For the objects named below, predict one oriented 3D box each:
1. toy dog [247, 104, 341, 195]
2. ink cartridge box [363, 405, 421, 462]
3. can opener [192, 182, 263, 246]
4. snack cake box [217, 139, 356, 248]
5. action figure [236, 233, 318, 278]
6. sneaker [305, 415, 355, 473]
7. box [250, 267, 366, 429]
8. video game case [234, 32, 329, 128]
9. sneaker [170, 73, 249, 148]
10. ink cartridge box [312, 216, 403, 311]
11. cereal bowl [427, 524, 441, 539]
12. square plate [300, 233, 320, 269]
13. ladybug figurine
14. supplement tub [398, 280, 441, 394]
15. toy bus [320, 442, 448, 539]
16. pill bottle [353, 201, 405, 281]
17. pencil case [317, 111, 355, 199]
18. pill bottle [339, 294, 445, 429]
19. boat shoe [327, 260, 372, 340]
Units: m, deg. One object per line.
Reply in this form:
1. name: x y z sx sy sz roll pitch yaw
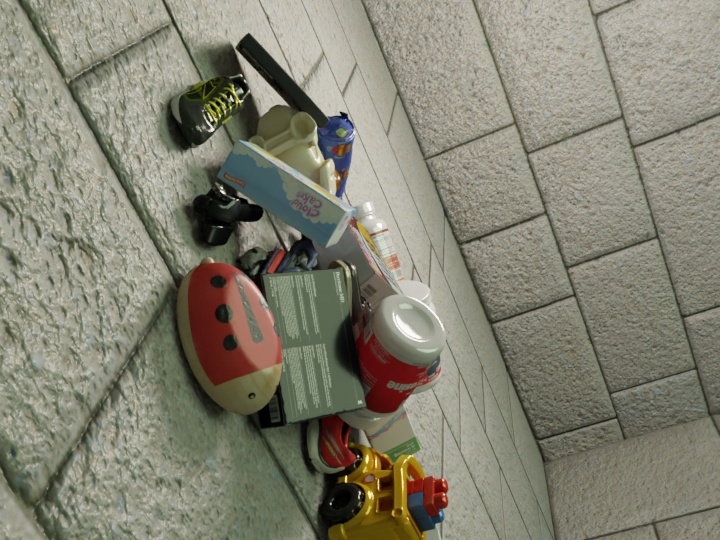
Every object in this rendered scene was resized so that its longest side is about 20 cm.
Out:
1. toy dog: -0.115 -0.180 1.447 0.201 0.138 0.195 58 1 -43
2. ink cartridge box: 0.025 0.220 1.401 0.146 0.086 0.202 -116 -178 -49
3. can opener: -0.193 -0.089 1.181 0.063 0.080 0.200 31 13 3
4. snack cake box: -0.111 -0.118 1.244 0.198 0.068 0.115 33 7 3
5. action figure: -0.127 0.051 1.228 0.195 0.103 0.201 57 49 -25
6. sneaker: -0.040 0.219 1.269 0.077 0.083 0.203 64 16 -57
7. box: -0.081 0.106 1.129 0.139 0.078 0.205 -4 80 -35
8. video game case: -0.143 -0.338 1.447 0.200 0.026 0.181 45 0 -17
9. sneaker: -0.220 -0.251 1.200 0.201 0.083 0.075 -84 149 -58
10. ink cartridge box: 0.000 0.000 1.395 0.175 0.083 0.202 42 14 -49
11. cereal bowl: 0.079 0.480 1.398 0.200 0.082 0.204 -19 91 -75
12. square plate: -0.037 0.019 1.530 0.202 0.028 0.198 56 5 19
13. ladybug figurine: -0.156 0.075 1.001 0.135 0.071 0.203 -17 82 -50
14. supplement tub: 0.092 0.139 1.664 0.141 0.137 0.204 -72 156 -66
15. toy bus: 0.049 0.350 1.245 0.137 0.189 0.201 61 17 -27
16. pill bottle: 0.019 -0.039 1.746 0.112 0.110 0.204 -20 90 -75
17. pencil case: -0.062 -0.208 1.563 0.087 0.077 0.202 46 -35 26
18. pill bottle: 0.035 0.141 1.186 0.110 0.201 0.113 18 39 -16
19. boat shoe: -0.013 0.066 1.236 0.072 0.064 0.203 41 -38 47
